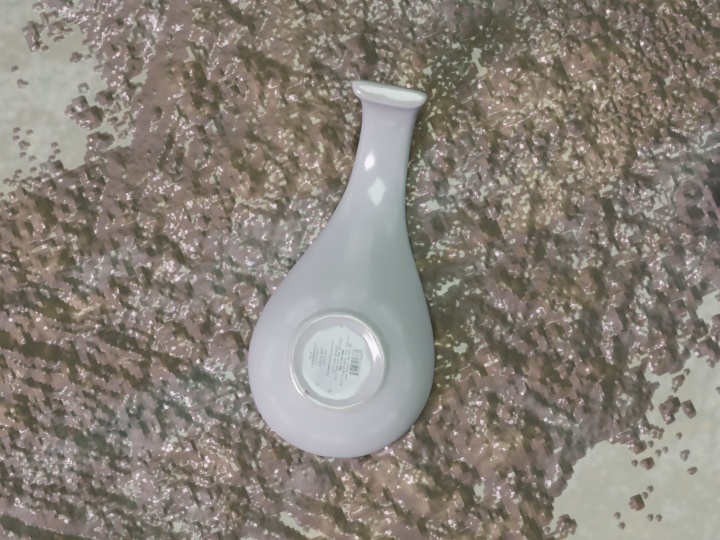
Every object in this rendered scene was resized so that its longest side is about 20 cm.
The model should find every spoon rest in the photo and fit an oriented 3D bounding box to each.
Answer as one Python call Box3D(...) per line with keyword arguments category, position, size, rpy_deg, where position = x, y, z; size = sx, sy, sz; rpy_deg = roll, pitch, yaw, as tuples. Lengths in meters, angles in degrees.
Box3D(category="spoon rest", position=(0.000, 0.000, 1.537), size=(0.099, 0.061, 0.201), rpy_deg=(12, 97, 4))
